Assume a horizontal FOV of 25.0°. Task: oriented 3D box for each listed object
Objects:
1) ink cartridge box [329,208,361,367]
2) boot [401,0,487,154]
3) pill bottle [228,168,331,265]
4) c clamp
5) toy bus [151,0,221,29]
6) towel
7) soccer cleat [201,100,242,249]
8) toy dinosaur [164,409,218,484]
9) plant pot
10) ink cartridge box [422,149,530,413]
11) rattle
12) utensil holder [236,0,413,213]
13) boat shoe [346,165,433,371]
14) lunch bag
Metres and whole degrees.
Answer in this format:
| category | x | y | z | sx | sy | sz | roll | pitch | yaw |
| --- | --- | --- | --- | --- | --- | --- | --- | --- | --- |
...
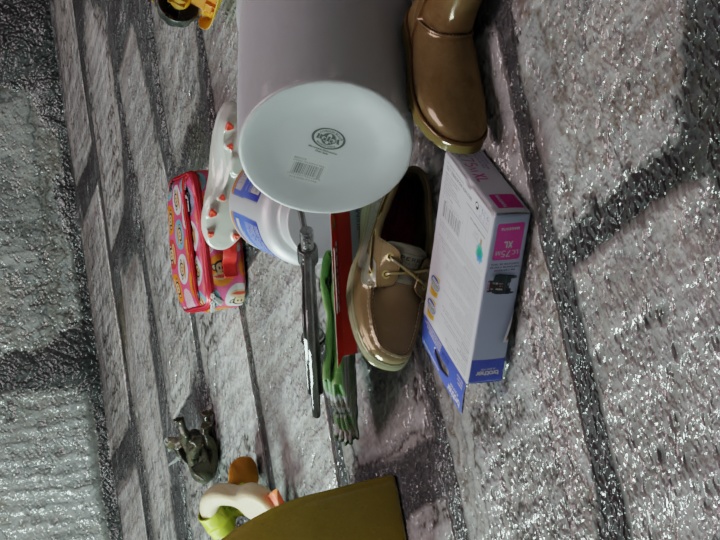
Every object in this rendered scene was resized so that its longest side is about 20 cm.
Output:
| category | x | y | z | sx | sy | sz | roll | pitch | yaw |
| --- | --- | --- | --- | --- | --- | --- | --- | --- | --- |
| ink cartridge box | 0.000 | 0.000 | 1.591 | 0.200 | 0.056 | 0.165 | -103 | 10 | -83 |
| boot | 0.086 | -0.224 | 1.348 | 0.201 | 0.065 | 0.176 | 111 | 148 | -51 |
| pill bottle | -0.070 | -0.065 | 1.786 | 0.200 | 0.111 | 0.113 | -156 | 63 | -69 |
| c clamp | -0.048 | 0.043 | 1.653 | 0.172 | 0.027 | 0.201 | -98 | 5 | -49 |
| toy bus | -0.252 | -0.452 | 2.200 | 0.193 | 0.199 | 0.136 | -64 | 3 | -30 |
| towel | -0.026 | 0.084 | 1.698 | 0.200 | 0.030 | 0.151 | 78 | -172 | -66 |
| soccer cleat | -0.175 | -0.128 | 2.168 | 0.078 | 0.069 | 0.202 | -122 | 39 | -63 |
| toy dinosaur | -0.246 | 0.283 | 2.507 | 0.200 | 0.076 | 0.103 | -140 | 36 | -58 |
| plant pot | -0.064 | 0.345 | 1.743 | 0.196 | 0.198 | 0.196 | 132 | 130 | -64 |
| ink cartridge box | 0.097 | 0.009 | 1.415 | 0.120 | 0.041 | 0.202 | -120 | 33 | -54 |
| rattle | -0.120 | 0.295 | 2.165 | 0.130 | 0.143 | 0.200 | 50 | 138 | 4 |
| utensil holder | -0.032 | -0.178 | 1.479 | 0.201 | 0.168 | 0.171 | -93 | 12 | -45 |
| boat shoe | 0.033 | -0.008 | 1.512 | 0.066 | 0.073 | 0.202 | -40 | 43 | 53 |
| lunch bag | -0.212 | -0.042 | 2.283 | 0.176 | 0.081 | 0.202 | 170 | 93 | -68 |
